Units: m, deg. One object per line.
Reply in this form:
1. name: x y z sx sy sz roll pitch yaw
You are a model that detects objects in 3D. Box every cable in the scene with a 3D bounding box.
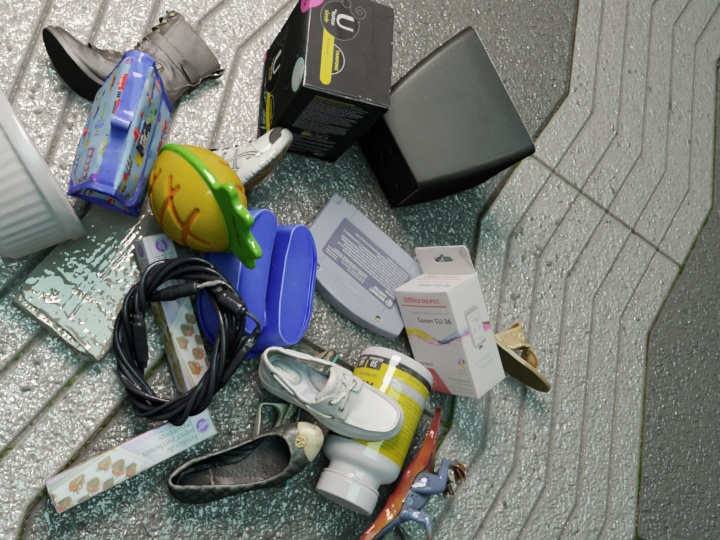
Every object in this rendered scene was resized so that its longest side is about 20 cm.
1. cable: -0.221 0.085 0.845 0.163 0.051 0.201 40 100 4

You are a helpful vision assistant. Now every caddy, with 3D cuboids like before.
1. caddy: -0.140 0.014 0.944 0.140 0.104 0.203 22 68 -43

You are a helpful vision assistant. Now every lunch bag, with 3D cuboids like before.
1. lunch bag: -0.273 -0.153 0.811 0.093 0.200 0.153 18 84 -17

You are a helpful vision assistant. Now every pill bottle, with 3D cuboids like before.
1. pill bottle: 0.016 0.215 0.964 0.110 0.111 0.202 31 66 -16

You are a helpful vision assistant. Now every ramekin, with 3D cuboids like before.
1. ramekin: -0.399 -0.107 0.801 0.094 0.202 0.204 -31 92 -16

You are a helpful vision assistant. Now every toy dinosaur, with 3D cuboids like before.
1. toy dinosaur: 0.055 0.313 0.974 0.179 0.105 0.202 -9 68 -31

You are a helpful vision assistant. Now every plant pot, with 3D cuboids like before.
1. plant pot: 0.106 -0.204 1.075 0.176 0.200 0.202 -28 91 -15

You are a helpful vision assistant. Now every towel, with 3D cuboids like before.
1. towel: -0.318 0.003 0.899 0.132 0.034 0.201 42 63 -13

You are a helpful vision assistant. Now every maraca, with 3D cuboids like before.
1. maraca: -0.180 -0.076 0.842 0.107 0.199 0.138 -36 137 -25

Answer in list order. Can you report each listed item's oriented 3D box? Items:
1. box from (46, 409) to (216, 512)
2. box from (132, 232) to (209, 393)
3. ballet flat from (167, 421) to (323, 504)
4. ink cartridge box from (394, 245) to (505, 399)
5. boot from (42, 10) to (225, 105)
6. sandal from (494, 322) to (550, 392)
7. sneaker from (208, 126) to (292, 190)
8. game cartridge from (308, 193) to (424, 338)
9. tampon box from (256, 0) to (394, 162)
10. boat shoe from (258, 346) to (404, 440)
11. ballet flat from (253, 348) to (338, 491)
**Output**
1. box: -0.271 0.222 0.857 0.198 0.041 0.039 -23 88 -27
2. box: -0.234 0.054 0.899 0.038 0.041 0.203 -20 100 -37
3. ballet flat: -0.138 0.238 0.877 0.197 0.057 0.067 -21 72 -5
4. ink cartridge box: 0.120 0.071 1.017 0.067 0.116 0.203 -26 104 -35
5. boot: -0.299 -0.290 0.964 0.200 0.069 0.175 43 63 -22
6. sandal: 0.224 0.104 1.111 0.210 0.078 0.070 34 72 -9
7. sneaker: -0.181 -0.139 0.954 0.199 0.076 0.088 -41 89 -9
8. game cartridge: 0.000 0.000 1.052 0.199 0.041 0.134 41 61 -11
9. tampon box: -0.053 -0.265 0.996 0.124 0.200 0.152 9 73 -23
10. boat shoe: -0.038 0.152 0.892 0.197 0.070 0.072 21 64 5
11. ballet flat: -0.096 0.184 0.949 0.074 0.068 0.202 23 70 -2
